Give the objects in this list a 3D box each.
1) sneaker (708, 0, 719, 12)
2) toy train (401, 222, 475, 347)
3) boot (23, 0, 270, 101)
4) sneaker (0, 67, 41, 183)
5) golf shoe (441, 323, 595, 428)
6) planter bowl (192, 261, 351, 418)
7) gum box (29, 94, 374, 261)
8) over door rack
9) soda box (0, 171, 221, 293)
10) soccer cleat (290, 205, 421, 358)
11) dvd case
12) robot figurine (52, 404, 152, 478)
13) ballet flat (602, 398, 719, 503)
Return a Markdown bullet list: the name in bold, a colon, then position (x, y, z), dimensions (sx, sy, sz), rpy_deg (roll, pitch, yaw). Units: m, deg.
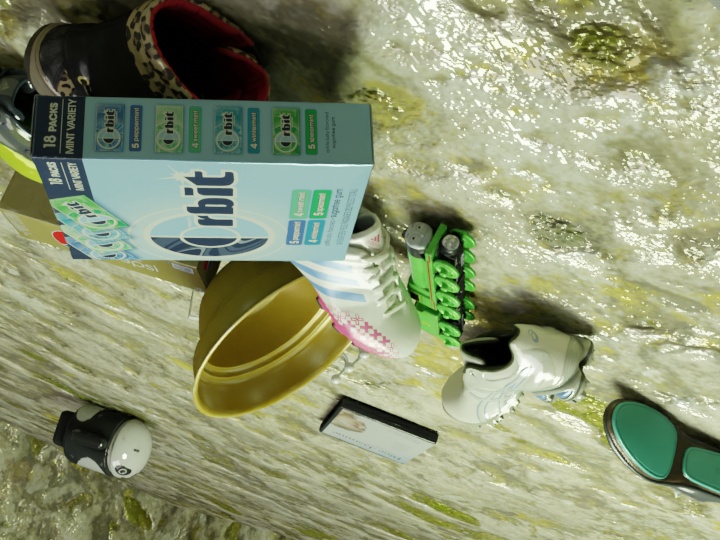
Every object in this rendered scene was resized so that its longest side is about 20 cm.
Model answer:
- **sneaker**: position (0.112, -0.167, 0.366), dimensions (0.200, 0.079, 0.078), rpy_deg (47, 151, -1)
- **toy train**: position (0.066, 0.012, 0.892), dimensions (0.056, 0.042, 0.200), rpy_deg (26, 161, 16)
- **boot**: position (-0.116, -0.107, 0.723), dimensions (0.150, 0.074, 0.200), rpy_deg (-3, 143, 47)
- **sneaker**: position (-0.296, -0.138, 0.827), dimensions (0.198, 0.075, 0.081), rpy_deg (22, 154, -26)
- **golf shoe**: position (0.121, 0.086, 0.975), dimensions (0.097, 0.079, 0.199), rpy_deg (27, 149, -22)
- **planter bowl**: position (-0.085, 0.037, 0.968), dimensions (0.084, 0.199, 0.201), rpy_deg (51, 172, 25)
- **gum box**: position (-0.099, -0.054, 0.692), dimensions (0.197, 0.045, 0.170), rpy_deg (0, 161, -7)
- **over door rack**: position (-0.093, 0.066, 1.131), dimensions (0.198, 0.067, 0.148), rpy_deg (23, 158, -8)
- **soda box**: position (-0.223, -0.047, 0.970), dimensions (0.198, 0.068, 0.064), rpy_deg (17, 160, 9)
- **soccer cleat**: position (0.000, 0.000, 0.848), dimensions (0.086, 0.070, 0.200), rpy_deg (-18, 129, 40)
- **dvd case**: position (0.021, 0.230, 1.502), dimensions (0.141, 0.018, 0.200), rpy_deg (21, 160, -3)
- **robot figurine**: position (-0.517, 0.345, 2.131), dimensions (0.198, 0.150, 0.126), rpy_deg (14, 119, 16)
- **ballet flat**: position (0.302, 0.186, 1.064), dimensions (0.198, 0.074, 0.073), rpy_deg (27, 159, -22)
